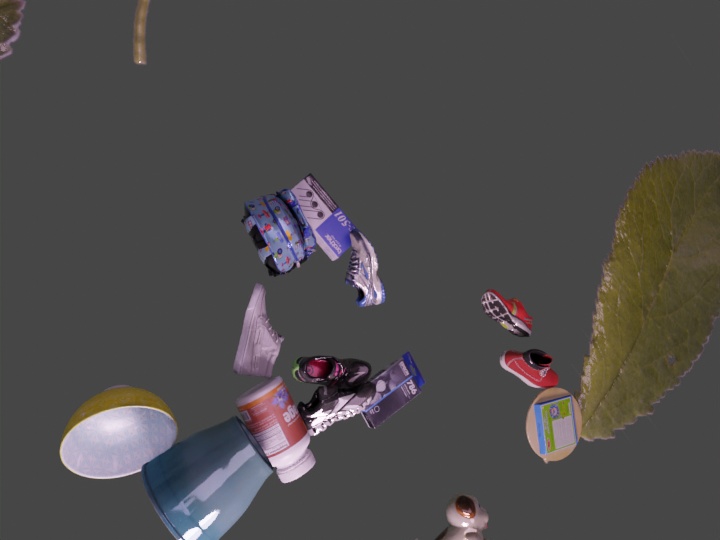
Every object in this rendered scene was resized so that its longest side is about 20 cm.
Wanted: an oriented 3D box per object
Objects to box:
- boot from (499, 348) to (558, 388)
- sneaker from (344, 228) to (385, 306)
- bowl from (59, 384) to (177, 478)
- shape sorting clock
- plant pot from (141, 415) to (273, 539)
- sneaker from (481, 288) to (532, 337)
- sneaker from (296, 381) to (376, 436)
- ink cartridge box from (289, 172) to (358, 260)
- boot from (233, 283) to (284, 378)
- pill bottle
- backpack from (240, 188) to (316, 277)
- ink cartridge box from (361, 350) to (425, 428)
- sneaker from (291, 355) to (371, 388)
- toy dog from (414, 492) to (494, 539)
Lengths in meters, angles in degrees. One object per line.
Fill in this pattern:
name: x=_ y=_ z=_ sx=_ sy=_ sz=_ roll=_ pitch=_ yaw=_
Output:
boot: x=0.505 y=0.273 z=1.429 sx=0.198 sy=0.144 sz=0.073 roll=27 pitch=67 yaw=-19
sneaker: x=0.000 y=0.000 z=1.271 sx=0.084 sy=0.077 sz=0.203 roll=-20 pitch=105 yaw=-14
bowl: x=-0.456 y=0.284 z=0.980 sx=0.197 sy=0.203 sz=0.108 roll=-6 pitch=39 yaw=-26
shape sorting clock: x=0.551 y=0.436 z=1.474 sx=0.197 sy=0.039 sz=0.204 roll=2 pitch=85 yaw=-25
plant pot: x=-0.276 y=0.388 z=0.985 sx=0.187 sy=0.200 sz=0.201 roll=-37 pitch=96 yaw=-15
sneaker: x=0.418 y=0.108 z=1.470 sx=0.199 sy=0.077 sz=0.086 roll=41 pitch=60 yaw=-24
sneaker: x=-0.057 y=0.294 z=1.173 sx=0.198 sy=0.066 sz=0.092 roll=-27 pitch=108 yaw=-10
ink cartridge box: x=-0.096 y=-0.133 z=1.286 sx=0.094 sy=0.044 sz=0.201 roll=-44 pitch=99 yaw=-24
boot: x=-0.215 y=0.136 z=1.152 sx=0.094 sy=0.074 sz=0.204 roll=13 pitch=82 yaw=-8
pill bottle: x=-0.177 y=0.341 z=1.111 sx=0.111 sy=0.112 sz=0.202 roll=-27 pitch=92 yaw=-27
backpack: x=-0.180 y=-0.088 z=1.139 sx=0.133 sy=0.200 sz=0.185 roll=-27 pitch=91 yaw=-8
ink cartridge box: x=0.079 y=0.291 z=1.284 sx=0.199 sy=0.039 sz=0.100 roll=-32 pitch=93 yaw=-28
sneaker: x=-0.060 y=0.238 z=1.203 sx=0.197 sy=0.084 sz=0.078 roll=5 pitch=78 yaw=-24
toy dog: x=0.238 y=0.645 z=1.246 sx=0.191 sy=0.140 sz=0.202 roll=18 pitch=69 yaw=18
